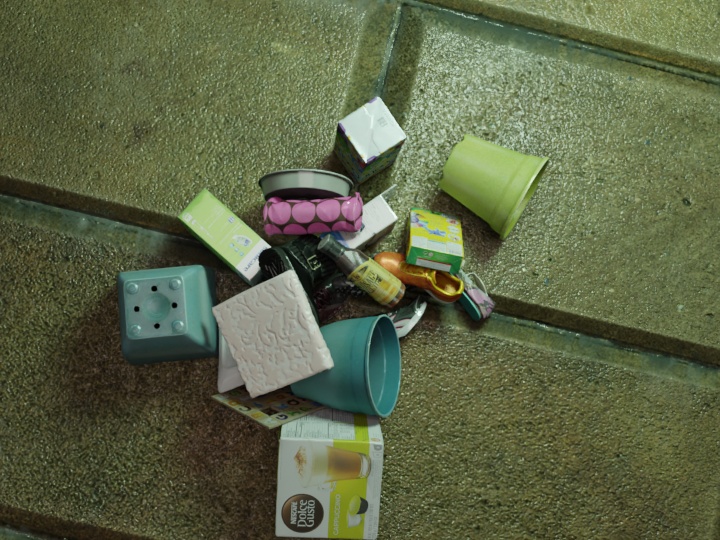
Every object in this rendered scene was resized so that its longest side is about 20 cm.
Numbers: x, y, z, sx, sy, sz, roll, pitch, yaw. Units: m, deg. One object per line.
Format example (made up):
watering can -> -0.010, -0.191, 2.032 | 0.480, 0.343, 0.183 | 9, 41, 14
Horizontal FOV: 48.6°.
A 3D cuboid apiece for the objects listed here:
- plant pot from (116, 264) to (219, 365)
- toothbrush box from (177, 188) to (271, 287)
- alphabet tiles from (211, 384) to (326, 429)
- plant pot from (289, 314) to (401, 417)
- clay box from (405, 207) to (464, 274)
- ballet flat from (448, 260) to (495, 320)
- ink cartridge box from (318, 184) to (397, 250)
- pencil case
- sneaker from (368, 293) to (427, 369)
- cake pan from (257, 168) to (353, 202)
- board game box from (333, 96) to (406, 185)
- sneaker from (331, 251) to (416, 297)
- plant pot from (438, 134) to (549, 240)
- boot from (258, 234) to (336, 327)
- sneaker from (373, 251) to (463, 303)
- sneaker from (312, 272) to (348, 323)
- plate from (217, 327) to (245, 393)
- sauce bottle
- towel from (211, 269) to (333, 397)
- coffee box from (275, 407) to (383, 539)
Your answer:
plant pot -> -0.398, 0.085, 1.616 | 0.196, 0.200, 0.196 | -5, 83, -4
toothbrush box -> -0.273, -0.063, 1.672 | 0.200, 0.146, 0.086 | 42, 81, 3
alphabet tiles -> -0.195, 0.258, 1.611 | 0.200, 0.167, 0.008 | 19, 109, 35
plant pot -> -0.038, 0.191, 1.597 | 0.188, 0.200, 0.200 | -3, 81, 20
clay box -> 0.157, -0.069, 1.706 | 0.115, 0.200, 0.048 | 12, 118, -2
ballet flat -> 0.218, 0.019, 1.740 | 0.071, 0.069, 0.200 | -41, 89, -26
ink cartridge box -> 0.010, -0.093, 1.710 | 0.200, 0.116, 0.067 | -34, 85, -7
pencil case -> -0.094, -0.115, 1.618 | 0.200, 0.091, 0.094 | 0, 39, 10
sneaker -> 0.059, 0.118, 1.704 | 0.086, 0.080, 0.200 | 43, 81, 4
cake pan -> -0.114, -0.164, 1.668 | 0.200, 0.200, 0.037 | 2, 79, -4
board game box -> 0.015, -0.269, 1.692 | 0.103, 0.200, 0.105 | -34, 86, -8
sneaker -> 0.025, 0.005, 1.713 | 0.200, 0.066, 0.091 | -4, 71, -24
plant pot -> 0.277, -0.197, 1.720 | 0.184, 0.200, 0.200 | 31, 81, 12
boot -> -0.104, 0.031, 1.596 | 0.079, 0.158, 0.211 | -21, 89, 32
sneaker -> 0.125, 0.003, 1.672 | 0.200, 0.077, 0.073 | 20, 64, -2
sneaker -> -0.093, 0.081, 1.679 | 0.076, 0.116, 0.200 | 44, 82, 3
plate -> -0.214, 0.129, 1.622 | 0.200, 0.032, 0.200 | -22, 48, 18
sauce bottle -> 0.000, 0.000, 1.622 | 0.200, 0.066, 0.066 | 35, 81, -18
towel -> -0.167, 0.124, 1.525 | 0.191, 0.032, 0.200 | -24, 89, 20
coffee box -> -0.064, 0.389, 1.571 | 0.197, 0.200, 0.200 | 3, 100, -3
